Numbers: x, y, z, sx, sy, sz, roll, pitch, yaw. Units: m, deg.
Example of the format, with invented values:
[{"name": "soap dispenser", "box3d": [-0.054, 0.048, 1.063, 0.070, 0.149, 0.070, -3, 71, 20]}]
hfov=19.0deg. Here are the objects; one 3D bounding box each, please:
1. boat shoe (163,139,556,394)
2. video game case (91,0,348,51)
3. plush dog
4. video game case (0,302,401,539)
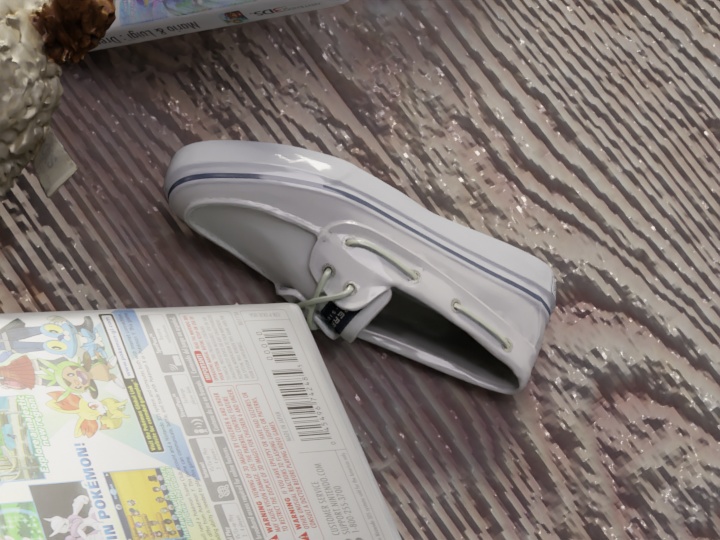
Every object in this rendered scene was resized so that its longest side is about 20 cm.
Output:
[{"name": "boat shoe", "box3d": [0.000, 0.000, 1.006, 0.199, 0.074, 0.067, 18, 58, -10]}, {"name": "video game case", "box3d": [-0.082, -0.207, 1.032, 0.181, 0.024, 0.202, -7, 68, 26]}, {"name": "plush dog", "box3d": [-0.216, -0.106, 0.919, 0.171, 0.160, 0.202, 19, 59, -36]}, {"name": "video game case", "box3d": [-0.072, 0.096, 0.830, 0.181, 0.022, 0.201, -1, 50, -31]}]
